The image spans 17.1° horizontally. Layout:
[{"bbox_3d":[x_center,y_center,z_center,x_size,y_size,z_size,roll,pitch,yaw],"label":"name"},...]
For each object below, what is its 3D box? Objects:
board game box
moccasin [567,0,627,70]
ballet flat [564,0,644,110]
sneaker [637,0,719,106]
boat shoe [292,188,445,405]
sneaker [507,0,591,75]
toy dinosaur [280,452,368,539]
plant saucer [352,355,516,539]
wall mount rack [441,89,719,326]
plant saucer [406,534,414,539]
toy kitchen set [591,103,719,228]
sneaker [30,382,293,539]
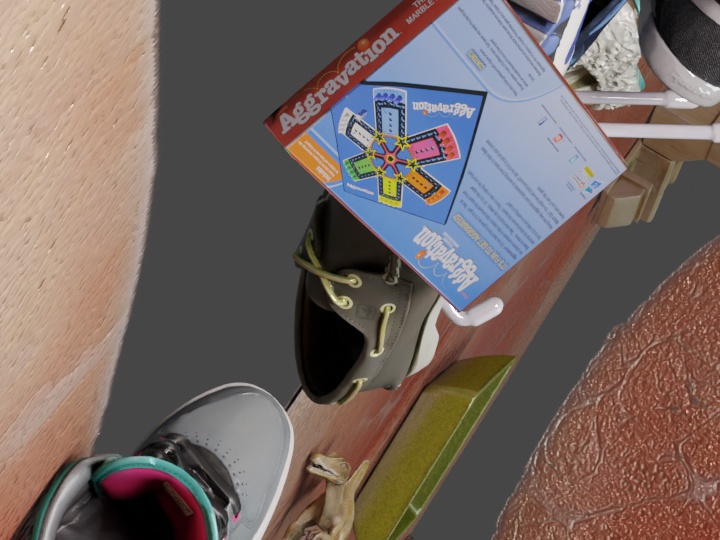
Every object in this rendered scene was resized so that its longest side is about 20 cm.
[{"bbox_3d":[0.042,-0.052,0.996,0.103,0.019,0.200,-41,151,4],"label":"board game box"},{"bbox_3d":[0.124,-0.159,1.192,0.068,0.080,0.200,-70,-174,-54],"label":"moccasin"},{"bbox_3d":[0.142,-0.141,1.521,0.072,0.072,0.200,-56,170,-5],"label":"ballet flat"},{"bbox_3d":[0.192,-0.184,1.246,0.112,0.073,0.200,-46,-147,32],"label":"sneaker"},{"bbox_3d":[0.002,0.002,1.138,0.060,0.072,0.202,-30,155,-19],"label":"boat shoe"},{"bbox_3d":[0.076,-0.121,1.070,0.115,0.080,0.200,-49,168,-34],"label":"sneaker"},{"bbox_3d":[-0.022,0.184,1.776,0.101,0.058,0.200,-57,173,-9],"label":"toy dinosaur"},{"bbox_3d":[0.060,0.166,2.253,0.200,0.048,0.200,-59,172,14],"label":"plant saucer"},{"bbox_3d":[0.098,-0.053,1.222,0.174,0.075,0.200,-38,-166,4],"label":"wall mount rack"},{"bbox_3d":[0.027,0.452,3.269,0.200,0.032,0.200,-55,173,-10],"label":"plant saucer"},{"bbox_3d":[0.389,-0.088,2.772,0.163,0.180,0.200,-51,166,-31],"label":"toy kitchen set"},{"bbox_3d":[-0.082,0.101,1.003,0.200,0.084,0.121,-50,179,-35],"label":"sneaker"}]
